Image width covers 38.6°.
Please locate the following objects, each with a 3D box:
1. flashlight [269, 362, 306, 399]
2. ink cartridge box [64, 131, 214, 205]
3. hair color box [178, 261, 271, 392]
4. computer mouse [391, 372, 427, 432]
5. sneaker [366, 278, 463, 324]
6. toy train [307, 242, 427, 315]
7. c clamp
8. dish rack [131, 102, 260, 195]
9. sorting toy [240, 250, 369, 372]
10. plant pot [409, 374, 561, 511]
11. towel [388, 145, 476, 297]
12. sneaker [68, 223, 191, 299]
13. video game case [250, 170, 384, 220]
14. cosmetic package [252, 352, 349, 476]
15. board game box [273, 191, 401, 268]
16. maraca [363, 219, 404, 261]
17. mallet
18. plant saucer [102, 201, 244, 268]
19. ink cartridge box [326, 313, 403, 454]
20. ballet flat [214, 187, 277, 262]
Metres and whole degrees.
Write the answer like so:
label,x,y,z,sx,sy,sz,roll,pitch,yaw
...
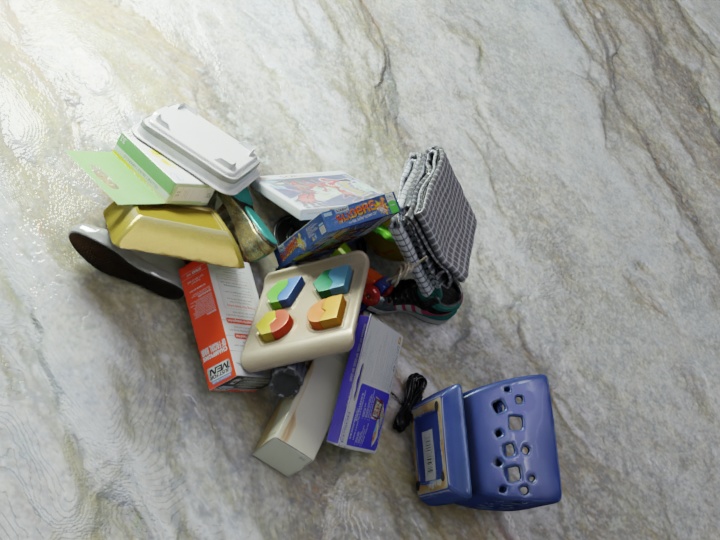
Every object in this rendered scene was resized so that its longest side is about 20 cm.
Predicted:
label,x,y,z,sx,sy,sz,roll,pitch,yaw
flashlight,-0.107,0.119,1.595,0.068,0.068,0.200,57,20,-28
ink cartridge box,-0.339,-0.159,1.603,0.145,0.048,0.200,42,21,23
hair color box,-0.202,0.083,1.588,0.111,0.064,0.201,14,53,-56
computer mouse,0.020,0.167,1.693,0.200,0.044,0.110,39,56,-4
sneaker,0.092,0.034,1.748,0.199,0.121,0.084,11,61,-22
toy train,0.000,0.000,1.630,0.116,0.200,0.085,48,21,4
c clamp,-0.068,-0.026,1.763,0.199,0.027,0.171,-15,68,-30
dish rack,-0.260,-0.210,1.691,0.200,0.044,0.172,33,25,1
sorting toy,-0.084,0.054,1.548,0.200,0.184,0.037,-81,150,-47
plant pot,0.187,0.278,1.619,0.179,0.200,0.201,1,74,-18
towel,0.123,-0.083,1.674,0.166,0.085,0.200,61,30,-34
sneaker,-0.354,-0.032,1.597,0.200,0.073,0.085,30,52,-24
video game case,-0.065,-0.130,1.735,0.182,0.200,0.023,-7,114,-29
cosmetic package,-0.081,0.206,1.586,0.071,0.105,0.200,33,53,-10
board game box,-0.039,-0.061,1.619,0.135,0.200,0.035,-18,83,-30
maraca,0.056,-0.070,1.765,0.137,0.107,0.200,24,10,15
mallet,-0.126,-0.026,1.701,0.066,0.041,0.200,38,57,-1
plant saucer,-0.285,-0.069,1.580,0.199,0.200,0.049,11,104,-22
ink cartridge box,0.003,0.173,1.565,0.043,0.200,0.199,11,80,18
ballet flat,-0.204,-0.093,1.699,0.070,0.071,0.200,-10,53,-30
